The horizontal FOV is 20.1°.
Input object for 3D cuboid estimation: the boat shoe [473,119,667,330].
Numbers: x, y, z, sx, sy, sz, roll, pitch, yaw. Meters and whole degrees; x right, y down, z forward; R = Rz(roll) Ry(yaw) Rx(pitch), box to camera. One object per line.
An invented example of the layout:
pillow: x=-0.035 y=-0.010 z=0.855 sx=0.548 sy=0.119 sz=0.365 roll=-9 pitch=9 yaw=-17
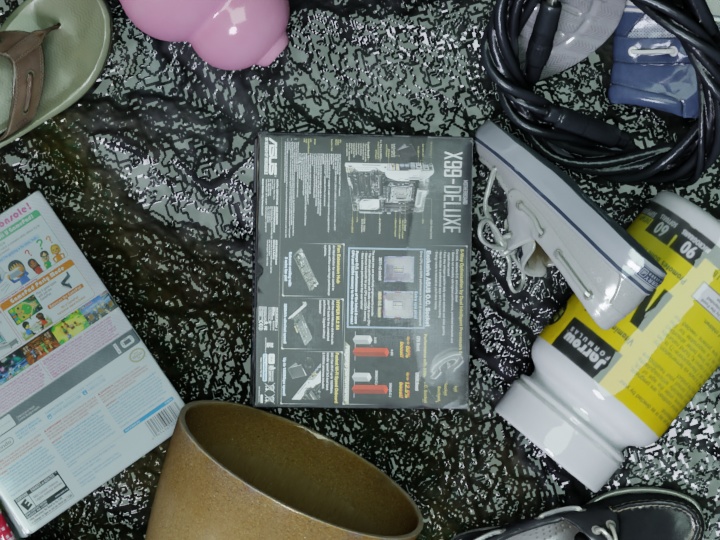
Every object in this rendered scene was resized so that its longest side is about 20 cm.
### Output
boat shoe: x=0.126 y=-0.024 z=1.431 sx=0.086 sy=0.075 sz=0.202 roll=-50 pitch=51 yaw=9

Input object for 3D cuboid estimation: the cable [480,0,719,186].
cable: x=0.178 y=-0.133 z=1.423 sx=0.163 sy=0.051 sz=0.200 roll=-21 pitch=118 yaw=17

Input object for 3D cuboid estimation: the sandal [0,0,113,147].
sandal: x=-0.259 y=-0.131 z=1.466 sx=0.201 sy=0.057 sz=0.080 roll=-42 pitch=91 yaw=-4

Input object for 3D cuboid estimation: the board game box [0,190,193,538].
board game box: x=-0.238 y=0.067 z=1.446 sx=0.147 sy=0.064 sz=0.200 roll=-34 pitch=92 yaw=-20

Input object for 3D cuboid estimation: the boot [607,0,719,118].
boot: x=0.280 y=-0.152 z=1.476 sx=0.200 sy=0.073 sz=0.091 roll=8 pitch=97 yaw=7

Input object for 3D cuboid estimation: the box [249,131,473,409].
box: x=0.000 y=0.000 z=1.470 sx=0.157 sy=0.050 sz=0.200 roll=0 pitch=90 yaw=-6

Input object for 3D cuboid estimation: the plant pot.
plant pot: x=-0.080 y=0.222 z=1.425 sx=0.186 sy=0.186 sz=0.200 roll=25 pitch=102 yaw=-1

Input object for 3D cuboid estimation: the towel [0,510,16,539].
towel: x=-0.323 y=0.123 z=1.422 sx=0.144 sy=0.022 sz=0.200 roll=-12 pitch=108 yaw=38

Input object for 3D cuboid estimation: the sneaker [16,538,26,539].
sneaker: x=-0.229 y=0.288 z=1.472 sx=0.118 sy=0.074 sz=0.201 roll=17 pitch=106 yaw=24

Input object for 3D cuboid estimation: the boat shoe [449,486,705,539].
boat shoe: x=0.155 y=0.202 z=1.473 sx=0.200 sy=0.060 sz=0.074 roll=-7 pitch=89 yaw=-1

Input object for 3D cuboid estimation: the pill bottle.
pill bottle: x=0.195 y=0.052 z=1.447 sx=0.114 sy=0.114 sz=0.200 roll=39 pitch=89 yaw=-1

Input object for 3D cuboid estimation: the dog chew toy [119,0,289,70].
dog chew toy: x=-0.132 y=-0.221 z=1.441 sx=0.200 sy=0.125 sz=0.125 roll=42 pitch=90 yaw=-9

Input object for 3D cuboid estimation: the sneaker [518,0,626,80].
sneaker: x=0.152 y=-0.234 z=1.469 sx=0.077 sy=0.112 sz=0.200 roll=19 pitch=124 yaw=-36
